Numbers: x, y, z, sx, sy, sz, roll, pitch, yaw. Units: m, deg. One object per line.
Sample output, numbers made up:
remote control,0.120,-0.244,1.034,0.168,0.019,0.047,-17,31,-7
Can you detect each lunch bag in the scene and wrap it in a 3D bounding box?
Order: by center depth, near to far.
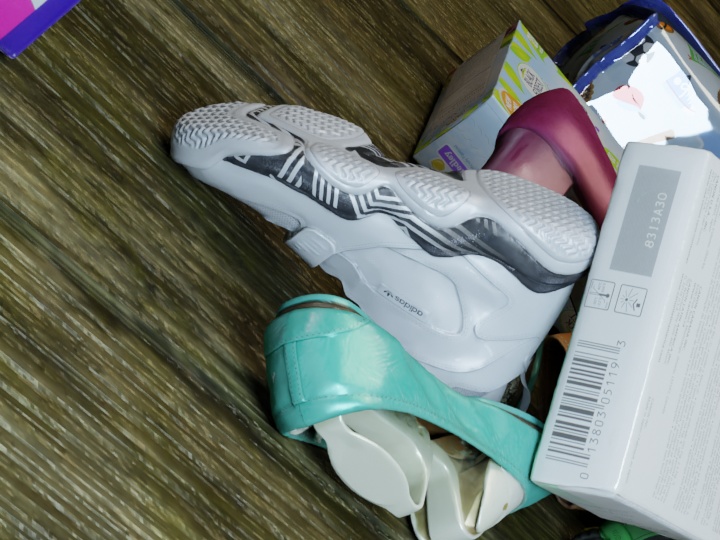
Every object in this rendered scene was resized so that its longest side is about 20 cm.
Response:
lunch bag,0.214,-0.101,1.842,0.170,0.124,0.200,51,3,-7

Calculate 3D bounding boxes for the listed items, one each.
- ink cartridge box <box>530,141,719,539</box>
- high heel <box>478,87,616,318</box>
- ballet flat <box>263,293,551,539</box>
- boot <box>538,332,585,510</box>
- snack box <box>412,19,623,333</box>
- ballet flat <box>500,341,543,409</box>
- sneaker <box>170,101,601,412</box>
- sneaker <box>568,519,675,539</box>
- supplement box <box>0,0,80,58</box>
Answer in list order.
ink cartridge box,0.160,0.047,1.201,0.050,0.161,0.200,11,-11,31
high heel,0.136,0.003,1.262,0.200,0.067,0.096,53,48,-13
ballet flat,0.025,0.080,1.107,0.200,0.067,0.071,35,49,-45
boot,0.157,0.035,1.355,0.154,0.074,0.200,1,69,-32
snack box,0.117,-0.051,1.570,0.169,0.068,0.200,50,16,-8
ballet flat,0.061,0.014,1.310,0.075,0.068,0.200,30,28,-2
sneaker,0.000,0.000,1.168,0.199,0.115,0.075,17,19,2
sneaker,0.192,0.161,1.315,0.200,0.085,0.078,31,27,-52
supplement box,-0.176,-0.204,1.062,0.200,0.101,0.103,45,18,-24
